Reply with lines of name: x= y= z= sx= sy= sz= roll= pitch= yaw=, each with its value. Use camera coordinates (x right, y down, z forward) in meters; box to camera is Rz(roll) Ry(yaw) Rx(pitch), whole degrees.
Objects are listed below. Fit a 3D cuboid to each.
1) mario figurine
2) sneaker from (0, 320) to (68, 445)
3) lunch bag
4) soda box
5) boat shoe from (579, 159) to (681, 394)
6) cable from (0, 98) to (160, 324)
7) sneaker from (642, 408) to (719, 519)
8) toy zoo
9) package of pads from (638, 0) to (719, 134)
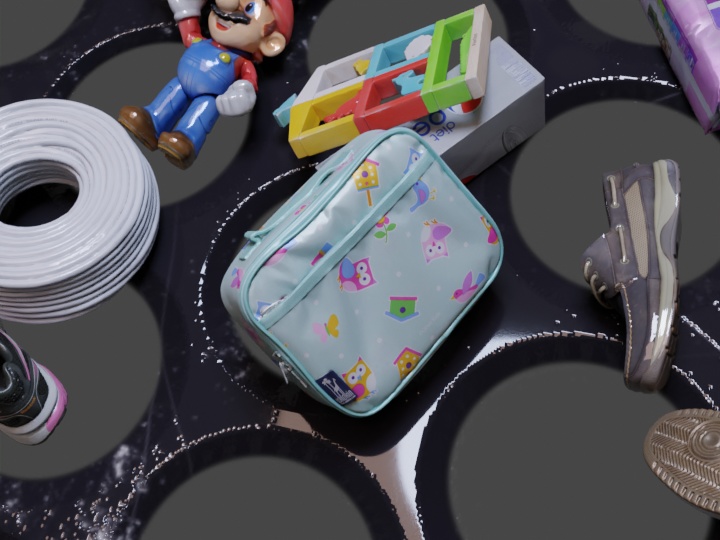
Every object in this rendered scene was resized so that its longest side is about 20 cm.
mario figurine: x=-0.138 y=-0.200 z=0.884 sx=0.123 sy=0.106 sz=0.201 roll=36 pitch=79 yaw=-13
sneaker: x=-0.326 y=0.058 z=0.800 sx=0.199 sy=0.087 sz=0.081 roll=26 pitch=69 yaw=20
lunch bag: x=0.000 y=0.000 z=0.734 sx=0.200 sy=0.161 sz=0.077 roll=-47 pitch=24 yaw=-12
soda box: x=0.063 y=-0.106 z=0.829 sx=0.199 sy=0.068 sz=0.064 roll=-36 pitch=62 yaw=-10
boat shoe: x=0.209 y=0.004 z=0.758 sx=0.073 sy=0.075 sz=0.201 roll=0 pitch=55 yaw=20
cable: x=-0.272 y=-0.055 z=0.841 sx=0.199 sy=0.069 sz=0.200 roll=35 pitch=63 yaw=19
sneaker: x=0.291 y=0.167 z=0.666 sx=0.199 sy=0.109 sz=0.070 roll=19 pitch=67 yaw=50
toy zoo: x=0.014 y=-0.157 z=0.837 sx=0.198 sy=0.021 sz=0.132 roll=-16 pitch=34 yaw=22
package of pads: x=0.319 y=-0.223 z=0.843 sx=0.119 sy=0.076 sz=0.202 roll=-14 pitch=62 yaw=-1
